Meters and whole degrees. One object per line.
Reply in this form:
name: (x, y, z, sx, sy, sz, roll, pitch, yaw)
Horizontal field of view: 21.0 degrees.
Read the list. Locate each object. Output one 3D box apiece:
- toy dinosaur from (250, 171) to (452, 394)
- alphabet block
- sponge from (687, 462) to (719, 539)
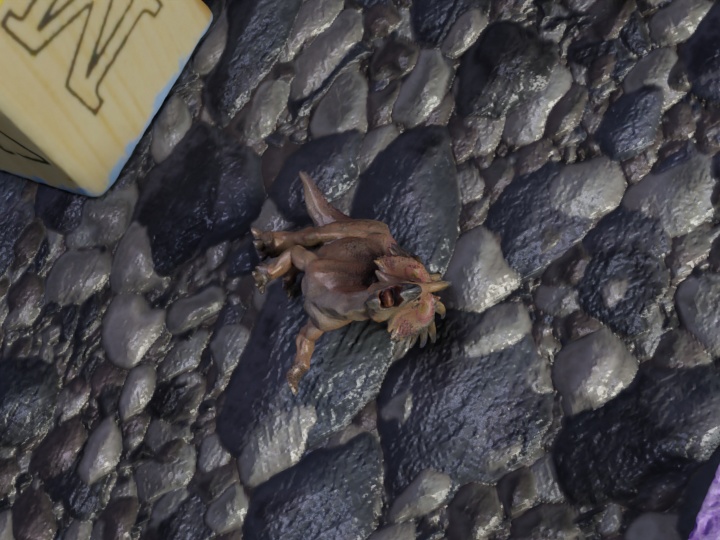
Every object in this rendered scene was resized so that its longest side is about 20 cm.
toy dinosaur: (0.000, 0.000, 1.362, 0.134, 0.086, 0.201, -18, 35, 10)
alphabet block: (-0.279, -0.206, 1.599, 0.194, 0.200, 0.198, 15, 69, 39)
sponge: (0.269, 0.182, 1.089, 0.199, 0.030, 0.112, 17, 71, 39)
